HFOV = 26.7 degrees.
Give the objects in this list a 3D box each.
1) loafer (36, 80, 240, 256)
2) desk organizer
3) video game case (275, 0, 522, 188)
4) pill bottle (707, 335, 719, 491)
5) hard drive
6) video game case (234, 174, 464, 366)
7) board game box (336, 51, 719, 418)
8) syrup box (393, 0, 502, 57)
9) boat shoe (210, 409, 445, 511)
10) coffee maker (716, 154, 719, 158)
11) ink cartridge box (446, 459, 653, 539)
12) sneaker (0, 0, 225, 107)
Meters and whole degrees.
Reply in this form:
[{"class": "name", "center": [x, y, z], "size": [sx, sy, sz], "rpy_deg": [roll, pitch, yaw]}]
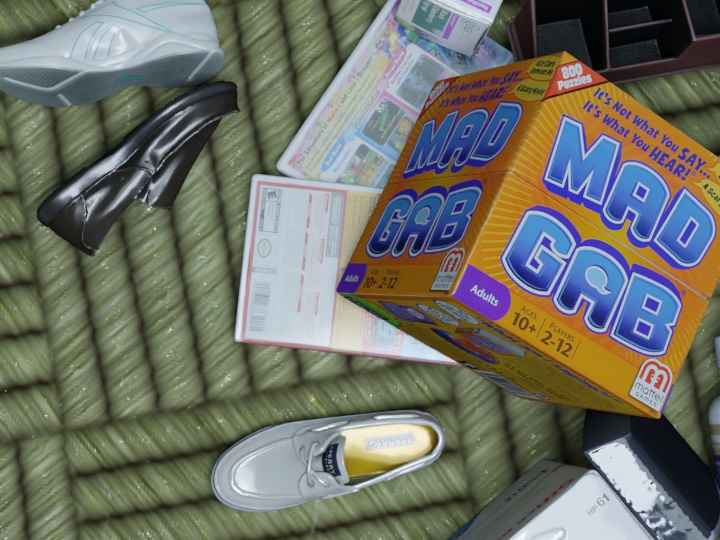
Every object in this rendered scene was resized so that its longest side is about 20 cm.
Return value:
[{"class": "loafer", "center": [-0.175, -0.085, 1.277], "size": [0.200, 0.073, 0.071], "rpy_deg": [-38, 97, -1]}, {"class": "desk organizer", "center": [0.234, -0.206, 1.289], "size": [0.200, 0.077, 0.072], "rpy_deg": [-11, 79, -10]}, {"class": "video game case", "center": [0.056, -0.120, 1.311], "size": [0.182, 0.024, 0.200], "rpy_deg": [34, 84, 1]}, {"class": "pill bottle", "center": [0.352, 0.148, 1.252], "size": [0.119, 0.120, 0.200], "rpy_deg": [-7, 84, -4]}, {"class": "hard drive", "center": [0.234, 0.156, 1.204], "size": [0.042, 0.200, 0.135], "rpy_deg": [-40, 88, 14]}, {"class": "video game case", "center": [0.000, 0.000, 1.280], "size": [0.200, 0.017, 0.143], "rpy_deg": [6, 88, 0]}, {"class": "board game box", "center": [0.141, -0.024, 1.181], "size": [0.200, 0.200, 0.200], "rpy_deg": [30, 78, -22]}, {"class": "syrup box", "center": [0.106, -0.293, 1.290], "size": [0.081, 0.079, 0.200], "rpy_deg": [26, 76, -1]}, {"class": "boat shoe", "center": [-0.026, 0.156, 1.255], "size": [0.200, 0.070, 0.071], "rpy_deg": [-9, 85, -4]}, {"class": "coffee maker", "center": [0.395, -0.051, 1.260], "size": [0.200, 0.135, 0.192], "rpy_deg": [-31, 104, 2]}, {"class": "ink cartridge box", "center": [0.135, 0.226, 1.192], "size": [0.144, 0.200, 0.085], "rpy_deg": [-39, 87, -6]}, {"class": "sneaker", "center": [-0.219, -0.191, 1.287], "size": [0.200, 0.070, 0.080], "rpy_deg": [-9, 70, -7]}]
